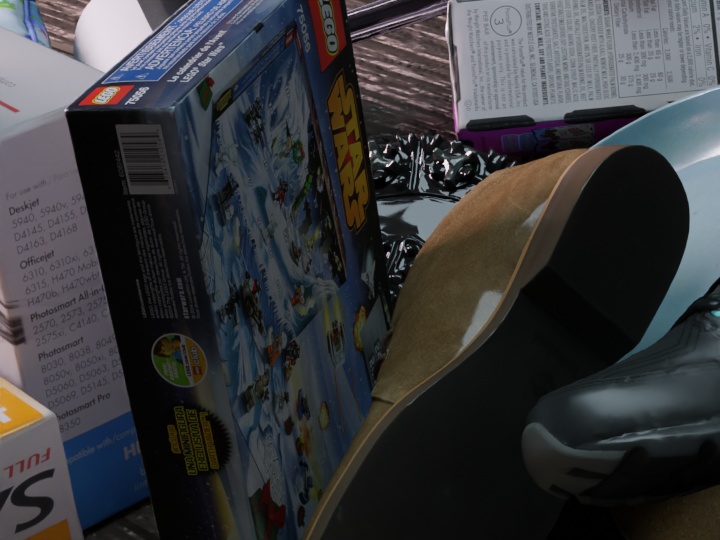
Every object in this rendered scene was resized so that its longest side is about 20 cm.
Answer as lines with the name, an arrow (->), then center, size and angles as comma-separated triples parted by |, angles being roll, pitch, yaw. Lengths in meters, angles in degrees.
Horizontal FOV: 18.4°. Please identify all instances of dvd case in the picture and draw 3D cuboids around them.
dvd case -> 0.071, -0.134, 0.999 | 0.199, 0.016, 0.149 | -13, 9, 33

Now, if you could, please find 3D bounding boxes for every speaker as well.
speaker -> -0.086, -0.075, 1.060 | 0.081, 0.082, 0.200 | -12, 26, -9

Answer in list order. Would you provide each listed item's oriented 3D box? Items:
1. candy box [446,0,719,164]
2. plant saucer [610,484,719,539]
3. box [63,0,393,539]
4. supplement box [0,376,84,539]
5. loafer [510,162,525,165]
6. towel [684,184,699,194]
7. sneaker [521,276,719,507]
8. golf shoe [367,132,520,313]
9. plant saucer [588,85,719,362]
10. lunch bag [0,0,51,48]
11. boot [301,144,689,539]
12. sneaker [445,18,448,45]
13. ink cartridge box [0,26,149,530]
candy box -> 0.140, -0.083, 0.964 | 0.199, 0.061, 0.136 | -4, -9, 4
plant saucer -> 0.184, 0.056, 0.771 | 0.199, 0.036, 0.200 | -6, 26, 3
box -> -0.032, 0.012, 0.728 | 0.040, 0.201, 0.137 | 1, 26, 22
supplement box -> -0.203, 0.070, 0.800 | 0.126, 0.074, 0.200 | -25, 31, -30
loafer -> 0.033, -0.017, 0.943 | 0.199, 0.072, 0.063 | 0, 5, 1
towel -> 0.223, -0.009, 0.853 | 0.152, 0.024, 0.200 | -2, 13, -31
sneaker -> 0.132, 0.018, 0.689 | 0.199, 0.080, 0.075 | -14, -13, -25
golf shoe -> 0.000, 0.000, 0.863 | 0.199, 0.095, 0.078 | 5, 61, 24
plant saucer -> 0.104, 0.008, 0.814 | 0.200, 0.027, 0.200 | -32, 26, 18
lunch bag -> -0.226, -0.074, 1.095 | 0.160, 0.083, 0.200 | -12, 25, -4
boot -> 0.032, 0.043, 0.744 | 0.075, 0.074, 0.200 | 7, 56, 53
sneaker -> 0.120, -0.132, 1.084 | 0.199, 0.076, 0.077 | -4, -5, 38
ink cartridge box -> -0.129, -0.017, 0.814 | 0.066, 0.201, 0.116 | -23, 31, -30
